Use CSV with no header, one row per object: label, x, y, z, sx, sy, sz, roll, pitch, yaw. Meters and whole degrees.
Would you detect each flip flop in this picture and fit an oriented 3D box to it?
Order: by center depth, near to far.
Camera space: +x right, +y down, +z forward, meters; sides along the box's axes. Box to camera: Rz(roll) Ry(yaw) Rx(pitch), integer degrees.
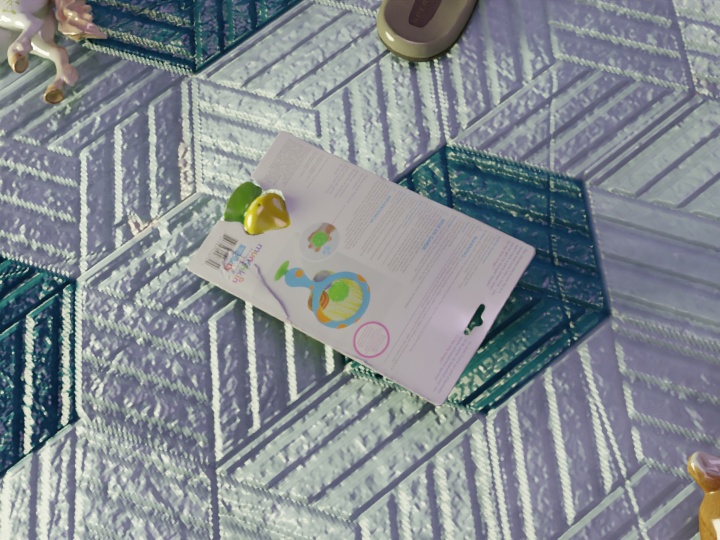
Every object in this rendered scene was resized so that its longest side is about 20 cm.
flip flop,0.065,-0.242,0.920,0.080,0.058,0.202,19,67,16

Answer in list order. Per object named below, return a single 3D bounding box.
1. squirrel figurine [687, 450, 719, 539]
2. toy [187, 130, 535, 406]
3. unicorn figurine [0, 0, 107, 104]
squirrel figurine,0.274,0.112,0.688,0.185,0.143,0.201,-24,20,23
toy,0.000,0.000,0.814,0.198,0.047,0.116,28,73,22
unicorn figurine,-0.287,-0.163,0.923,0.197,0.074,0.139,-11,52,-15
